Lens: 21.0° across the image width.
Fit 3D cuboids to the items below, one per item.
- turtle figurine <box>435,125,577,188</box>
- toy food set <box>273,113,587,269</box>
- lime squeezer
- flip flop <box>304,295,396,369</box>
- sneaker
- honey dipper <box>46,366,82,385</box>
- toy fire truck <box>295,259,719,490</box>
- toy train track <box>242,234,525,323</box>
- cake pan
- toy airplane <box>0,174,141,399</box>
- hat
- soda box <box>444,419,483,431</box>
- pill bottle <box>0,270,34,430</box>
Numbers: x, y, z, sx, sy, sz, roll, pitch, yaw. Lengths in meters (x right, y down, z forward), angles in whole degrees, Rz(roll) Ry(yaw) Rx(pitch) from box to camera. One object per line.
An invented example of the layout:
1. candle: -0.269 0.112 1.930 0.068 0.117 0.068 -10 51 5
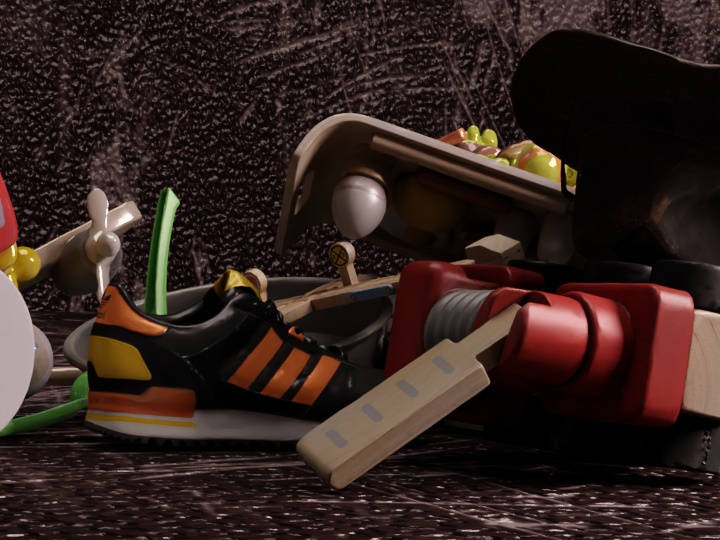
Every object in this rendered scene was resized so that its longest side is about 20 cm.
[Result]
1. turtle figurine: 0.113 -0.063 1.214 0.198 0.065 0.161 -7 4 -2
2. toy food set: 0.049 -0.013 1.155 0.199 0.061 0.144 20 -24 2
3. lime squeezer: -0.136 0.045 1.040 0.038 0.071 0.200 3 42 39
4. flip flop: -0.014 0.059 1.263 0.199 0.058 0.081 0 39 36
5. sneaker: -0.047 0.045 1.024 0.199 0.091 0.070 1 1 -25
6. honey dipper: -0.199 0.068 1.274 0.198 0.038 0.038 -1 1 -1
7. toy fire truck: 0.055 0.047 0.916 0.199 0.130 0.176 13 -6 -31
8. toy train track: 0.000 0.000 1.091 0.199 0.033 0.114 -12 9 36
9. cake pan: -0.077 0.048 1.168 0.198 0.037 0.200 -7 14 2
10. toy airplane: -0.224 0.024 1.069 0.141 0.200 0.199 45 8 20
11. hat: 0.150 -0.037 0.979 0.199 0.081 0.201 21 -16 6
12. soda box: 0.126 0.060 1.064 0.064 0.068 0.199 2 0 -32
13. pill bottle: -0.239 0.032 0.871 0.199 0.112 0.111 2 1 41
